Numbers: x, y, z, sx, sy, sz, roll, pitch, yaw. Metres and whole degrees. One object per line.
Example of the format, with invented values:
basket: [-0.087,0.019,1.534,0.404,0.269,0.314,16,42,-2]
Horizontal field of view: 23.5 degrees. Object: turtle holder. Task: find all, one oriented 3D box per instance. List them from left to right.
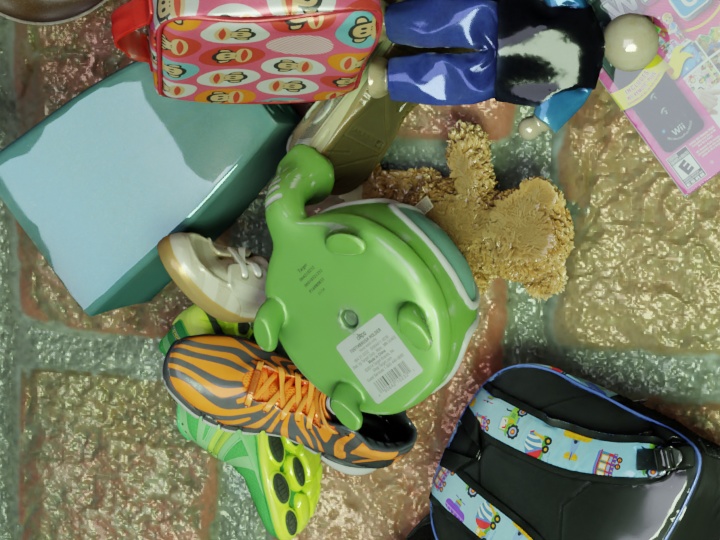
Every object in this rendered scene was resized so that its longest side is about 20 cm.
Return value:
turtle holder: [0.000,0.011,1.231,0.185,0.132,0.142,28,121,20]

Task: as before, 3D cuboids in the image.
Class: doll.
doll: [0.105,-0.159,1.196,0.199,0.048,0.137,2,98,13]

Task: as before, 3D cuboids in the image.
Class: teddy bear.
teddy bear: [0.070,-0.034,1.304,0.199,0.067,0.146,-15,84,27]

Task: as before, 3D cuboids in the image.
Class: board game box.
board game box: [0.231,-0.176,1.218,0.147,0.064,0.200,-38,84,20]

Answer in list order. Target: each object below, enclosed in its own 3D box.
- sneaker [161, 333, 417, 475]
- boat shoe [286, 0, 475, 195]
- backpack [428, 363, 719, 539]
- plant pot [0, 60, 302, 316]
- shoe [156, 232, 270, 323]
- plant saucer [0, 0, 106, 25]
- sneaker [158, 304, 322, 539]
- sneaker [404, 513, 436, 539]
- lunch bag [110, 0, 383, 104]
sneaker: [-0.045,0.090,1.298,0.199,0.112,0.078,21,70,-16]
boat shoe: [0.020,-0.150,1.290,0.201,0.073,0.063,-54,45,11]
backpack: [0.157,0.170,1.257,0.200,0.134,0.183,27,95,39]
plant pot: [-0.153,-0.087,1.333,0.200,0.141,0.142,-39,85,13]
shoe: [-0.077,0.008,1.297,0.053,0.200,0.070,-42,54,14]
plant saucer: [-0.251,-0.298,1.387,0.199,0.032,0.201,3,100,18]
sneaker: [-0.096,0.122,1.384,0.083,0.074,0.201,-28,86,38]
sneaker: [0.016,0.275,1.354,0.073,0.082,0.201,34,109,10]
lunch bag: [-0.081,-0.167,1.171,0.175,0.200,0.082,-4,80,-10]
